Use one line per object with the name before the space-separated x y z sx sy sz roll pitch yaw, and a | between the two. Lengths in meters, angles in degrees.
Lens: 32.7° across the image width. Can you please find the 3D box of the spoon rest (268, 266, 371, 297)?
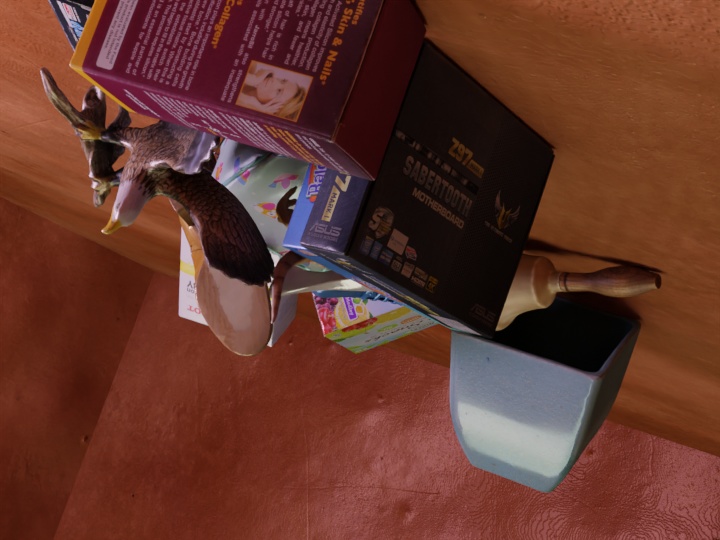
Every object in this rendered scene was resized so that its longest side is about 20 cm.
spoon rest | 0.000 0.000 1.214 0.198 0.061 0.099 -18 -179 -27

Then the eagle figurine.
eagle figurine | -0.144 -0.078 0.955 0.198 0.153 0.151 10 174 32

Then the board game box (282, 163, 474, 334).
board game box | 0.044 -0.053 0.970 0.199 0.154 0.045 27 168 -39

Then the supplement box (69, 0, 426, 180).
supplement box | -0.071 -0.144 0.793 0.198 0.112 0.086 18 173 21

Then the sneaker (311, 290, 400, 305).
sneaker | 0.038 0.008 1.306 0.198 0.079 0.066 -16 171 -30

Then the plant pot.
plant pot | 0.224 0.159 1.565 0.194 0.203 0.195 18 -155 22

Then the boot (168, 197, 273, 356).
boot | -0.118 0.004 1.182 0.203 0.070 0.144 64 -176 21

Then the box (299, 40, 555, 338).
box | 0.056 -0.055 0.900 0.051 0.160 0.199 13 169 40

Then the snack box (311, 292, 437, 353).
snack box | 0.058 0.028 1.461 0.197 0.069 0.169 -19 166 8

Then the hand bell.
hand bell | 0.226 0.012 1.312 0.198 0.106 0.104 -2 160 39

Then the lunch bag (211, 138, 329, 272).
lunch bag | -0.033 -0.078 1.072 0.159 0.078 0.199 28 149 -25

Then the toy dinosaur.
toy dinosaur | -0.030 -0.020 0.984 0.106 0.061 0.199 27 -154 36

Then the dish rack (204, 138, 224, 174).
dish rack | -0.106 -0.100 1.296 0.199 0.055 0.154 30 -170 -25

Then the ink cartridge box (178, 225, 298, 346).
ink cartridge box | -0.153 -0.020 1.581 0.143 0.202 0.084 17 -146 14

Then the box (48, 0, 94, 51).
box | -0.161 -0.186 0.991 0.157 0.047 0.200 21 173 -3
